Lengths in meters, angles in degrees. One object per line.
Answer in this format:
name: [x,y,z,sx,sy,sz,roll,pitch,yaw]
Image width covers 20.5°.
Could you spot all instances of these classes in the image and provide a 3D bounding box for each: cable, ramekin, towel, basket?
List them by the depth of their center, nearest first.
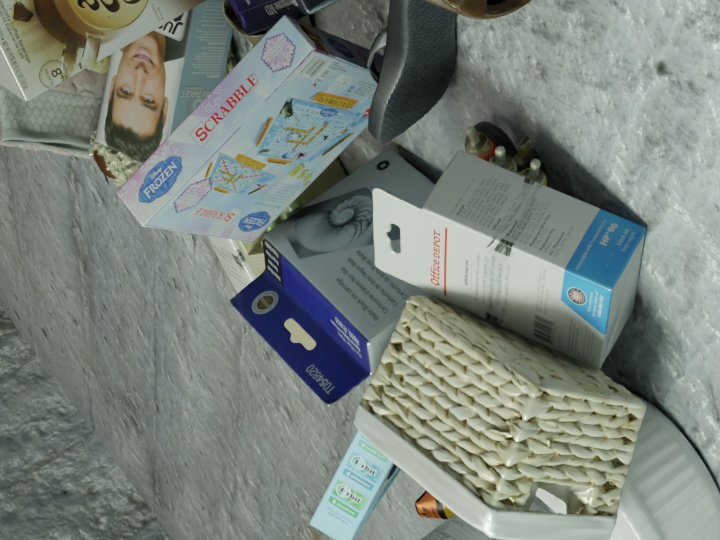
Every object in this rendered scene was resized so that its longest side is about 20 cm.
basket: [0.110,0.114,1.547,0.200,0.135,0.124,37,110,51]
cable: [0.120,-0.041,1.599,0.097,0.050,0.200,35,150,35]
ramekin: [0.218,0.190,1.663,0.202,0.094,0.203,48,158,26]
towel: [-0.299,-0.212,2.051,0.032,0.200,0.192,-12,78,43]

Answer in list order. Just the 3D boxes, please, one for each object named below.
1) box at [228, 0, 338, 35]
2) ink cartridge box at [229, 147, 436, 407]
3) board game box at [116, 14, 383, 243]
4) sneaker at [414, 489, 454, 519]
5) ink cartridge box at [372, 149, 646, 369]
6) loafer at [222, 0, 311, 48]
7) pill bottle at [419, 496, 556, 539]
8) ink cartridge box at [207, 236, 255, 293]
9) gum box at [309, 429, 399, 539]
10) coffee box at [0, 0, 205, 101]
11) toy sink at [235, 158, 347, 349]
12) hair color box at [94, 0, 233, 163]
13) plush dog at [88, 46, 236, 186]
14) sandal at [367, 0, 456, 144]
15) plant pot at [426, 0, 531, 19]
box: [-0.072,-0.302,1.580,0.201,0.104,0.148,61,160,-10]
ink cartridge box: [0.000,0.000,1.703,0.200,0.200,0.041,42,166,49]
board game box: [-0.076,-0.110,1.630,0.041,0.200,0.200,50,-166,18]
sneaker: [0.088,0.140,1.775,0.201,0.090,0.070,-85,-22,-49]
ink cartridge box: [0.111,-0.016,1.531,0.199,0.068,0.116,24,150,16]
loafer: [-0.086,-0.228,1.780,0.076,0.068,0.200,47,158,27]
pill bottle: [0.094,0.251,1.609,0.109,0.200,0.109,47,158,26]
ink cartridge box: [-0.111,-0.043,2.077,0.201,0.084,0.146,62,170,-18]
gum box: [0.039,0.122,1.760,0.044,0.170,0.200,30,122,7]
coffee box: [-0.211,-0.234,1.558,0.080,0.200,0.113,33,151,56]
toy sink: [-0.019,-0.011,1.868,0.201,0.130,0.112,61,160,-9]
hair color box: [-0.182,-0.203,1.889,0.099,0.061,0.201,26,111,36]
plush dog: [-0.188,-0.197,2.006,0.171,0.160,0.201,-10,95,50]
sandal: [0.039,-0.180,1.559,0.043,0.076,0.201,45,147,25]
plant pot: [0.033,-0.267,1.279,0.198,0.200,0.201,32,150,35]
